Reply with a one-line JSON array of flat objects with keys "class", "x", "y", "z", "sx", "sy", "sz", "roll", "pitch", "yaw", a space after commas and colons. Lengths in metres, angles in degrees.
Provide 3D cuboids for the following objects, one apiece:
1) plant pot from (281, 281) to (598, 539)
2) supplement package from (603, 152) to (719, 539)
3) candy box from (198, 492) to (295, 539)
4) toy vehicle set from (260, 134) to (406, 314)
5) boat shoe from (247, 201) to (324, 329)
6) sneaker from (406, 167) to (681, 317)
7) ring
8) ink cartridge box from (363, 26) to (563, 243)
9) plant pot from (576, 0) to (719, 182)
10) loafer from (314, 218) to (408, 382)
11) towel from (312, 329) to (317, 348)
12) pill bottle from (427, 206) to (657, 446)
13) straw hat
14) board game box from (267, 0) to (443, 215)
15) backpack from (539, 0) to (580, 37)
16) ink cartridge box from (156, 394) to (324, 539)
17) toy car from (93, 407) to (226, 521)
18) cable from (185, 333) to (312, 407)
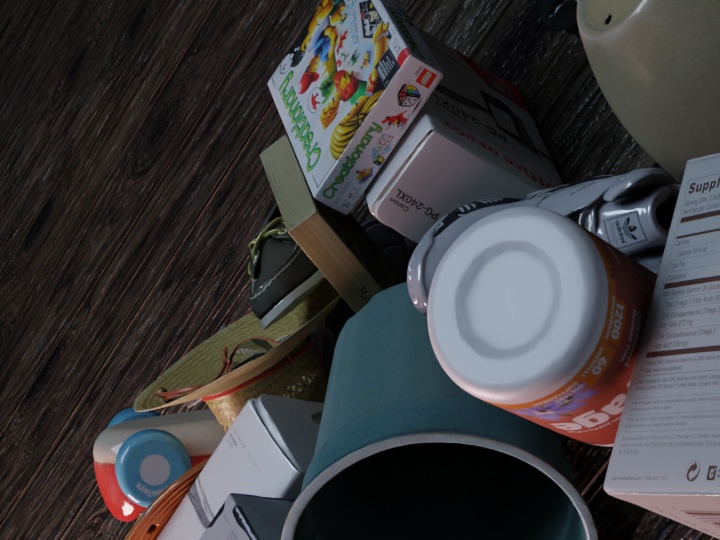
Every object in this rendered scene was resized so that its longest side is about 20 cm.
[{"class": "plant pot", "x": 0.052, "y": 0.121, "z": 1.304, "sx": 0.201, "sy": 0.199, "sz": 0.197, "roll": -50, "pitch": 20, "yaw": 30}, {"class": "supplement package", "x": 0.231, "y": 0.045, "z": 1.076, "sx": 0.117, "sy": 0.116, "sz": 0.202, "roll": -11, "pitch": 58, "yaw": 61}, {"class": "candy box", "x": -0.068, "y": 0.262, "z": 1.413, "sx": 0.201, "sy": 0.167, "sz": 0.072, "roll": -56, "pitch": 48, "yaw": 21}, {"class": "toy vehicle set", "x": 0.000, "y": 0.000, "z": 1.489, "sx": 0.026, "sy": 0.200, "sz": 0.125, "roll": -35, "pitch": 33, "yaw": 8}, {"class": "boat shoe", "x": -0.059, "y": -0.011, "z": 1.544, "sx": 0.072, "sy": 0.060, "sz": 0.202, "roll": -37, "pitch": 8, "yaw": 17}, {"class": "sneaker", "x": 0.131, "y": -0.020, "z": 1.264, "sx": 0.115, "sy": 0.198, "sz": 0.076, "roll": -9, "pitch": 98, "yaw": 63}, {"class": "ring", "x": -0.104, "y": 0.197, "z": 1.532, "sx": 0.019, "sy": 0.199, "sz": 0.201, "roll": 50, "pitch": 116, "yaw": 35}, {"class": "ink cartridge box", "x": 0.067, "y": -0.092, "z": 1.491, "sx": 0.084, "sy": 0.144, "sz": 0.201, "roll": -51, "pitch": 28, "yaw": 21}, {"class": "plant pot", "x": 0.218, "y": -0.163, "z": 1.266, "sx": 0.200, "sy": 0.134, "sz": 0.202, "roll": -45, "pitch": 31, "yaw": 37}, {"class": "loafer", "x": -0.012, "y": 0.056, "z": 1.618, "sx": 0.063, "sy": 0.071, "sz": 0.202, "roll": -25, "pitch": 50, "yaw": 61}, {"class": "towel", "x": -0.046, "y": 0.042, "z": 1.758, "sx": 0.200, "sy": 0.024, "sz": 0.146, "roll": -5, "pitch": 67, "yaw": 64}, {"class": "pill bottle", "x": 0.132, "y": 0.041, "z": 1.163, "sx": 0.111, "sy": 0.199, "sz": 0.113, "roll": -10, "pitch": 70, "yaw": 30}, {"class": "straw hat", "x": -0.073, "y": 0.090, "z": 1.535, "sx": 0.200, "sy": 0.086, "sz": 0.201, "roll": -29, "pitch": 9, "yaw": 5}, {"class": "board game box", "x": -0.007, "y": -0.142, "z": 1.469, "sx": 0.127, "sy": 0.034, "sz": 0.200, "roll": -55, "pitch": 27, "yaw": 18}, {"class": "backpack", "x": 0.213, "y": -0.276, "z": 1.392, "sx": 0.201, "sy": 0.152, "sz": 0.164, "roll": 109, "pitch": 171, "yaw": -46}, {"class": "ink cartridge box", "x": -0.064, "y": 0.200, "z": 1.480, "sx": 0.201, "sy": 0.146, "sz": 0.083, "roll": -56, "pitch": 48, "yaw": 22}, {"class": "toy car", "x": -0.129, "y": 0.219, "z": 1.658, "sx": 0.184, "sy": 0.175, "sz": 0.202, "roll": -165, "pitch": 70, "yaw": -78}, {"class": "cable", "x": -0.094, "y": 0.078, "z": 1.717, "sx": 0.200, "sy": 0.050, "sz": 0.097, "roll": -45, "pitch": 15, "yaw": 34}]
